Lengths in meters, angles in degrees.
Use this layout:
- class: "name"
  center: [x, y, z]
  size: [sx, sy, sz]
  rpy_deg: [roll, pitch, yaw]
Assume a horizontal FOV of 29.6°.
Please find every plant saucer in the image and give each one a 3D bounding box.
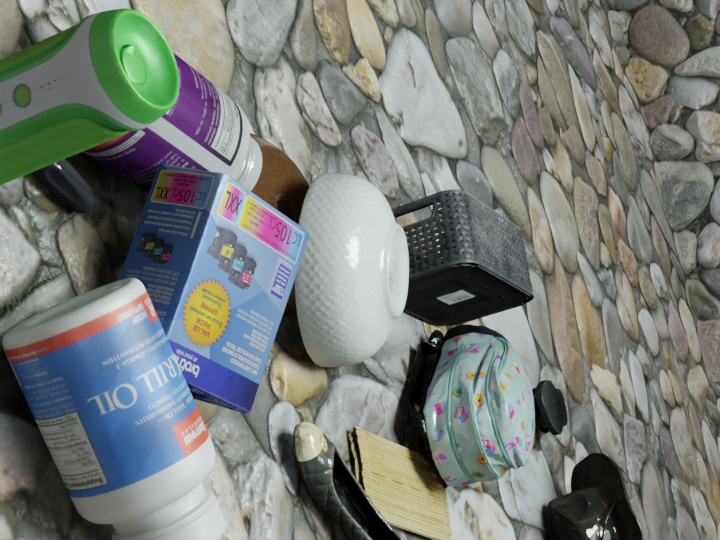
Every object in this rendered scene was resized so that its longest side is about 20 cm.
- class: "plant saucer"
  center: [-0.088, -0.053, 1.376]
  size: [0.200, 0.037, 0.200]
  rpy_deg: [44, 36, -45]

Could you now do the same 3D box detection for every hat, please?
- class: "hat"
  center: [0.296, 0.347, 1.815]
  size: [0.201, 0.081, 0.201]
  rpy_deg: [177, -90, -73]

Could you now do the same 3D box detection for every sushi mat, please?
- class: "sushi mat"
  center: [0.046, 0.236, 1.480]
  size: [0.200, 0.012, 0.096]
  rpy_deg: [32, 44, -54]

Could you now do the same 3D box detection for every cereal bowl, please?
- class: "cereal bowl"
  center: [0.000, 0.000, 1.392]
  size: [0.200, 0.083, 0.200]
  rpy_deg: [1, 90, -76]

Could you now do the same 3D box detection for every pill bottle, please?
- class: "pill bottle"
  center: [-0.174, 0.116, 1.005]
  size: [0.200, 0.112, 0.112]
  rpy_deg: [67, 26, -9]
- class: "pill bottle"
  center: [-0.172, -0.125, 1.167]
  size: [0.200, 0.112, 0.112]
  rpy_deg: [36, 43, -52]

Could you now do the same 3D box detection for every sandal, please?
- class: "sandal"
  center: [0.258, 0.196, 1.908]
  size: [0.200, 0.045, 0.075]
  rpy_deg: [30, 52, -74]

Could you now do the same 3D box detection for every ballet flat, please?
- class: "ballet flat"
  center: [-0.007, 0.221, 1.333]
  size: [0.200, 0.057, 0.066]
  rpy_deg: [58, 28, -26]

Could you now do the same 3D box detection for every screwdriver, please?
- class: "screwdriver"
  center: [-0.274, -0.114, 1.057]
  size: [0.200, 0.028, 0.029]
  rpy_deg: [51, 2, -36]

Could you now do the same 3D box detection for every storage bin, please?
- class: "storage bin"
  center: [0.106, -0.010, 1.616]
  size: [0.200, 0.135, 0.094]
  rpy_deg: [27, 50, -56]

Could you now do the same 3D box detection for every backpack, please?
- class: "backpack"
  center: [0.134, 0.159, 1.566]
  size: [0.167, 0.127, 0.200]
  rpy_deg: [63, 21, -13]

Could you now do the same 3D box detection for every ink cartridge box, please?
- class: "ink cartridge box"
  center: [-0.133, 0.032, 1.132]
  size: [0.136, 0.076, 0.200]
  rpy_deg: [34, 71, -52]

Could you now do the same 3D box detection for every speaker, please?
- class: "speaker"
  center: [-0.226, -0.112, 0.945]
  size: [0.088, 0.200, 0.088]
  rpy_deg: [42, 38, -46]
